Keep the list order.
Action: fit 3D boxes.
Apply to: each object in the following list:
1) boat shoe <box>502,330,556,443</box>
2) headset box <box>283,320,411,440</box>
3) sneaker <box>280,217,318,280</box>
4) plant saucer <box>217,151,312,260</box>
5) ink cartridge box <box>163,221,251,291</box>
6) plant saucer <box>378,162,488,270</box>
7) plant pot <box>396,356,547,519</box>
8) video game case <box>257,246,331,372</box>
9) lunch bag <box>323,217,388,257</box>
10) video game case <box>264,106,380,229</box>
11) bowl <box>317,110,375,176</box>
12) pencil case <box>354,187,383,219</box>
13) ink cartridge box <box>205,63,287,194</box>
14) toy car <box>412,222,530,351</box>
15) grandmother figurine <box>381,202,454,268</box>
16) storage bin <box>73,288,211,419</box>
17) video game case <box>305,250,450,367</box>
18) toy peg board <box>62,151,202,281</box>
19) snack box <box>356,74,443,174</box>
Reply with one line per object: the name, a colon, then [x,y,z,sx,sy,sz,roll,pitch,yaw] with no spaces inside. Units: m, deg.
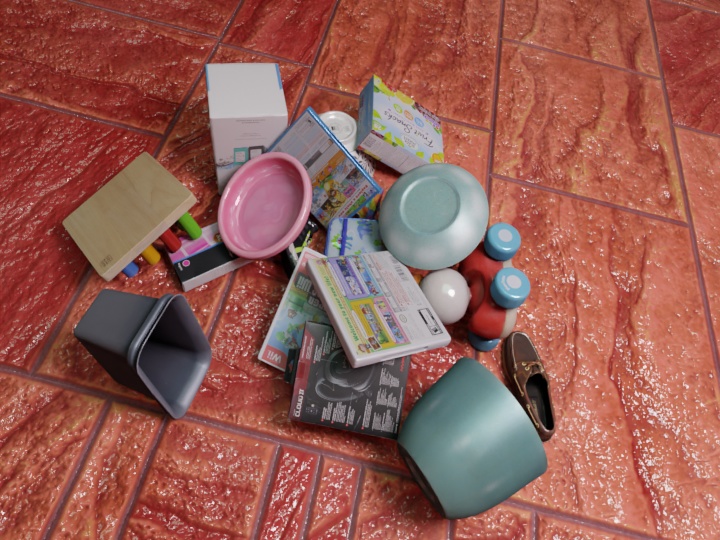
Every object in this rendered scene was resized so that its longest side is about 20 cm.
boat shoe: [0.298,0.193,0.926,0.068,0.071,0.206,-1,57,-8]
headset box: [-0.025,0.170,0.853,0.193,0.077,0.155,10,85,-1]
sneaker: [-0.117,-0.071,1.027,0.080,0.072,0.205,-7,60,-16]
plant saucer: [-0.169,-0.113,0.975,0.194,0.051,0.208,-9,68,21]
ink cartridge box: [-0.261,-0.044,1.011,0.196,0.038,0.096,-25,64,-24]
plant saucer: [0.121,-0.105,0.919,0.194,0.039,0.208,-6,67,14]
plant pot: [0.148,0.260,0.791,0.158,0.202,0.202,-31,66,-14]
video game case: [-0.072,0.083,0.906,0.139,0.017,0.206,23,86,1]
lunch bag: [0.000,0.000,0.996,0.155,0.083,0.205,7,56,0]
video game case: [-0.075,-0.183,1.010,0.200,0.142,0.018,46,30,-15]
bowl: [-0.055,-0.275,1.151,0.193,0.095,0.207,4,58,-6]
pencil case: [-0.045,-0.161,1.075,0.195,0.089,0.090,25,57,0]
ink cartridge box: [-0.224,-0.277,1.062,0.141,0.202,0.151,-6,58,-14]
toy car: [0.168,0.029,0.941,0.192,0.187,0.182,3,56,-4]
grandmother figurine: [0.119,-0.081,1.081,0.198,0.062,0.120,37,32,17]
storage bin: [-0.327,0.109,0.817,0.130,0.203,0.149,14,55,12]
video game case: [0.026,0.051,0.850,0.177,0.022,0.203,-6,50,-31]
toy peg board: [-0.398,-0.080,0.967,0.199,0.099,0.198,-45,54,-13]
snack box: [0.089,-0.300,1.158,0.195,0.067,0.173,23,52,-26]
